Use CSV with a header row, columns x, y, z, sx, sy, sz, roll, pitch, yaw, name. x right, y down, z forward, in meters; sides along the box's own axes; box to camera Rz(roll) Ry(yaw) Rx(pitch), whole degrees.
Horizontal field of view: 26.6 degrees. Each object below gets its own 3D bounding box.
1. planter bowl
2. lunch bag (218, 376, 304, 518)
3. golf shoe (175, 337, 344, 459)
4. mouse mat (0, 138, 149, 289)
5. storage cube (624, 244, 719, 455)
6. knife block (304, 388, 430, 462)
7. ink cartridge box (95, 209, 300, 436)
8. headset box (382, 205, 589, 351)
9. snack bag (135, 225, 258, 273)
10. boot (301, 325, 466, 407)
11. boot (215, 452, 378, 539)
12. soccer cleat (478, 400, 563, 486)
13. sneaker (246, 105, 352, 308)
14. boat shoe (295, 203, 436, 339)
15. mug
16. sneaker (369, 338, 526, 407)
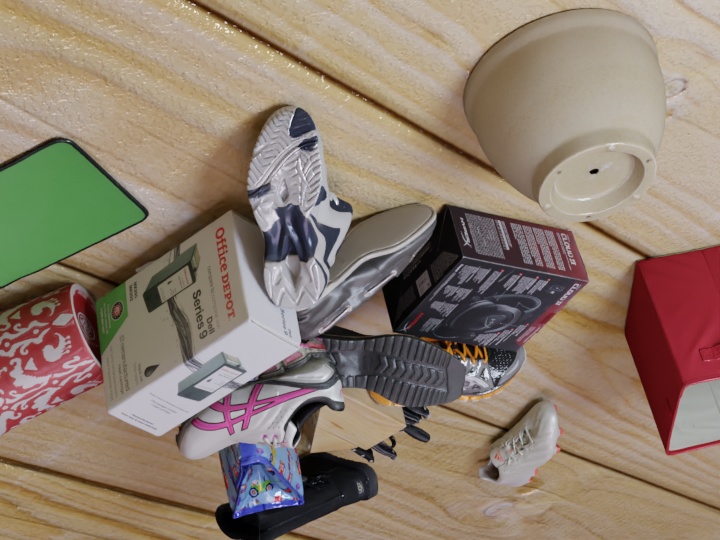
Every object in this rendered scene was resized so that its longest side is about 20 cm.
x,y,z,sx,sy,sz,roll,pitch,yaw,name
0.211,-0.134,1.479,0.198,0.136,0.201,-10,145,-7,planter bowl
-0.127,0.178,1.764,0.093,0.152,0.200,-12,154,-4,lunch bag
-0.109,0.155,1.617,0.199,0.093,0.072,-33,161,16,golf shoe
-0.329,-0.052,1.508,0.198,0.008,0.161,-23,145,14,mouse mat
0.429,0.091,1.845,0.169,0.181,0.201,-12,147,-4,storage cube
0.018,0.169,1.907,0.174,0.064,0.201,-6,145,-14,knife block
-0.169,0.054,1.563,0.199,0.147,0.084,-33,140,23,ink cartridge box
0.147,0.014,1.719,0.198,0.078,0.149,8,141,-32,headset box
-0.122,0.019,1.675,0.198,0.022,0.189,-19,145,6,snack bag
0.015,0.093,1.725,0.198,0.138,0.078,12,98,-6,boot
-0.100,0.293,1.939,0.199,0.066,0.164,-20,-174,-39,boot
0.219,0.244,2.090,0.077,0.070,0.201,-1,147,-14,soccer cleat
-0.057,-0.075,1.523,0.079,0.130,0.201,-5,108,12,sneaker
0.000,0.000,1.606,0.199,0.067,0.057,-34,133,-18,boat shoe
-0.367,0.098,1.632,0.198,0.135,0.178,-24,-176,7,mug
0.107,0.112,1.851,0.198,0.079,0.078,-11,133,-11,sneaker
